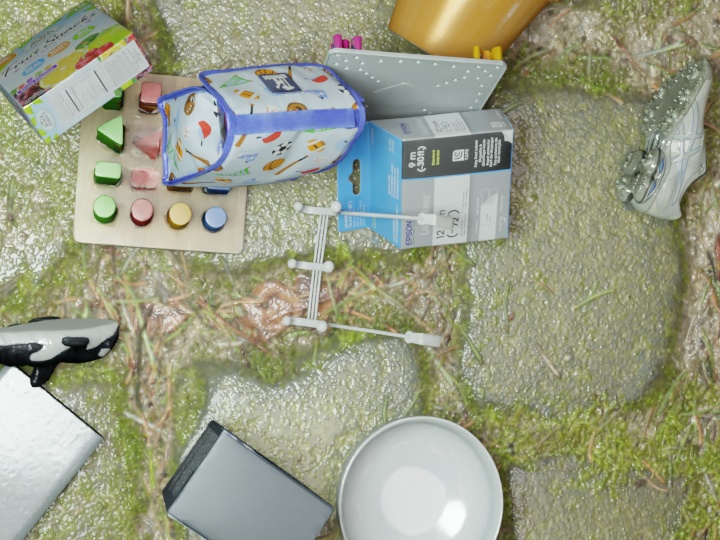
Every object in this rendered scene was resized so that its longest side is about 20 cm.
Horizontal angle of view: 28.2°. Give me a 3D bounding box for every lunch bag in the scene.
[{"bbox_3d":[-0.108,-0.156,1.538,0.168,0.199,0.126,-7,93,-27],"label":"lunch bag"}]

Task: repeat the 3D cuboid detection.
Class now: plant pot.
[{"bbox_3d":[0.129,-0.329,1.665,0.199,0.200,0.185,31,99,-7],"label":"plant pot"}]

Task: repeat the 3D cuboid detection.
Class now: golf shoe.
[{"bbox_3d":[0.392,-0.158,1.763,0.097,0.078,0.202,28,89,-25],"label":"golf shoe"}]

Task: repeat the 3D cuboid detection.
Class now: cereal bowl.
[{"bbox_3d":[0.063,0.269,1.669,0.197,0.083,0.203,1,87,-10],"label":"cereal bowl"}]

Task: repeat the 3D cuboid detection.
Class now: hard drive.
[{"bbox_3d":[-0.406,0.224,1.615,0.139,0.033,0.201,39,82,-6],"label":"hard drive"}]

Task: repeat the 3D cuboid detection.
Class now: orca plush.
[{"bbox_3d":[-0.356,0.099,1.585,0.104,0.199,0.072,11,103,34],"label":"orca plush"}]

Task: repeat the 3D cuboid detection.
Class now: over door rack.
[{"bbox_3d":[0.000,0.000,1.630,0.198,0.066,0.150,6,89,30],"label":"over door rack"}]

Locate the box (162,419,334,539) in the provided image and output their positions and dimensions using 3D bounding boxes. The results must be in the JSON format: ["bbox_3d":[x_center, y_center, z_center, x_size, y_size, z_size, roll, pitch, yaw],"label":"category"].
[{"bbox_3d":[-0.129,0.254,1.577,0.148,0.200,0.108,36,83,-7],"label":"box"}]

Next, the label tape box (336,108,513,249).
[{"bbox_3d":[0.074,-0.102,1.665,0.197,0.066,0.145,-7,122,-12],"label":"label tape box"}]

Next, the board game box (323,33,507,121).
[{"bbox_3d":[0.047,-0.210,1.633,0.197,0.200,0.026,3,73,-10],"label":"board game box"}]

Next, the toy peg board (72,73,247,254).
[{"bbox_3d":[-0.222,-0.127,1.631,0.196,0.098,0.203,4,87,-9],"label":"toy peg board"}]

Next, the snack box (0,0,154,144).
[{"bbox_3d":[-0.321,-0.221,1.567,0.142,0.200,0.053,-35,120,-9],"label":"snack box"}]
